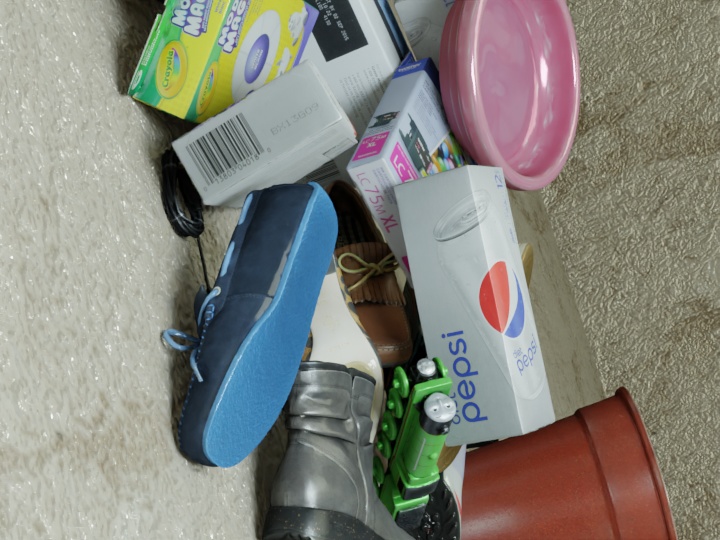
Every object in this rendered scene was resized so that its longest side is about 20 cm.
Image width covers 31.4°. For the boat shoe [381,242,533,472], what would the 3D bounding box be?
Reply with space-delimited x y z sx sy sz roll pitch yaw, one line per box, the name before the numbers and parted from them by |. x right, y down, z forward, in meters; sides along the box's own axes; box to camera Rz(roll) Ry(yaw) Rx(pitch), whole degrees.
boat shoe | 0.077 0.060 1.040 0.201 0.069 0.074 -64 159 -9

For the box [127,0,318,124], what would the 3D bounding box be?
box | -0.097 -0.163 0.932 0.118 0.048 0.200 -68 164 7

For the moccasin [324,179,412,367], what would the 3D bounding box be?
moccasin | 0.002 0.000 1.069 0.202 0.073 0.078 -103 -158 -49

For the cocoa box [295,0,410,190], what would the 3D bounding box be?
cocoa box | -0.029 -0.189 1.161 0.131 0.133 0.201 -83 150 -61

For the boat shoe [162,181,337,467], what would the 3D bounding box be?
boat shoe | -0.073 0.034 0.817 0.084 0.068 0.201 68 37 -46

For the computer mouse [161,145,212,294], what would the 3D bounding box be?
computer mouse | -0.093 0.005 0.877 0.059 0.034 0.201 -1 71 -74

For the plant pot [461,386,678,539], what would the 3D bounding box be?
plant pot | 0.179 0.230 1.203 0.201 0.194 0.202 -14 90 -88

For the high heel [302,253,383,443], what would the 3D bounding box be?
high heel | -0.029 0.066 1.006 0.143 0.071 0.201 -150 -128 -80

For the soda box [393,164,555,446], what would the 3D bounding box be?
soda box | 0.085 0.025 0.958 0.063 0.068 0.201 -5 83 -59

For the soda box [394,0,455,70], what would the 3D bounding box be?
soda box | 0.095 -0.183 1.187 0.068 0.063 0.201 -86 155 -54

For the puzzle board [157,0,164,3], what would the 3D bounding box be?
puzzle board | -0.090 -0.230 0.958 0.200 0.150 0.017 1 70 -75

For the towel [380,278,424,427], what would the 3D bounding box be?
towel | 0.050 0.032 1.162 0.147 0.022 0.201 -88 -169 -56

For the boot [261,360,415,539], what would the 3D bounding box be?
boot | -0.001 0.139 0.903 0.200 0.069 0.132 46 45 -61

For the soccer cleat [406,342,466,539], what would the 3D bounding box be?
soccer cleat | 0.062 0.152 1.111 0.073 0.068 0.201 -106 -161 -84

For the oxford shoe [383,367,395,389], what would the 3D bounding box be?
oxford shoe | 0.006 0.071 1.082 0.200 0.071 0.072 -86 153 -54

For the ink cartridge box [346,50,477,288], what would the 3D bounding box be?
ink cartridge box | 0.054 -0.093 1.065 0.120 0.042 0.200 60 29 -26

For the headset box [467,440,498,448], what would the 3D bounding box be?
headset box | 0.096 0.065 1.339 0.200 0.077 0.149 -91 172 -53

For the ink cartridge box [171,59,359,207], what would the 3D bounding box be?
ink cartridge box | -0.062 -0.093 0.929 0.051 0.109 0.200 59 4 0

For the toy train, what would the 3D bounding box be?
toy train | 0.038 0.135 0.954 0.200 0.041 0.057 101 -29 -53

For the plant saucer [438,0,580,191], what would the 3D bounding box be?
plant saucer | 0.126 -0.169 1.104 0.200 0.051 0.202 -1 92 -55
